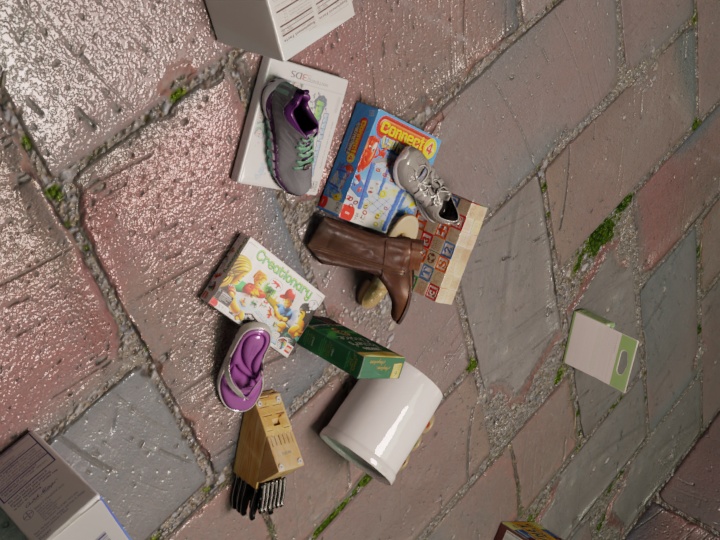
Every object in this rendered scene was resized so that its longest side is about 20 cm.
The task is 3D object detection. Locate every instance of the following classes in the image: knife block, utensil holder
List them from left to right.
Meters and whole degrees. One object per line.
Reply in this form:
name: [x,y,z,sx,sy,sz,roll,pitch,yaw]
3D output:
knife block: [-0.189,0.339,1.769,0.064,0.175,0.202,-5,68,-48]
utensil holder: [0.044,0.285,1.911,0.201,0.169,0.170,-54,140,-17]

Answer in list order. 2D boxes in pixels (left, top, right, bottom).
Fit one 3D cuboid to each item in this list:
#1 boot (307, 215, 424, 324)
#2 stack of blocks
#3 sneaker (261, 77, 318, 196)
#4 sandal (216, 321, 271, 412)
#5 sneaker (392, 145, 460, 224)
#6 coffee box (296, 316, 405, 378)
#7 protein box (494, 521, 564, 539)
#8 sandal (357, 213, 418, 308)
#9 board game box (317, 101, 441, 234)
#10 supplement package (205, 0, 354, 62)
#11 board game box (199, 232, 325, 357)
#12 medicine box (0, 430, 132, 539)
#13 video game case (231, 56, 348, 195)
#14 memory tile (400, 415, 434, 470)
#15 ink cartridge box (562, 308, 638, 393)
boot: [0.000,0.000,1.735,0.064,0.198,0.188,-82,-177,-58]
stack of blocks: [0.153,-0.050,1.899,0.058,0.115,0.202,10,102,-50]
sneaker: [-0.098,-0.195,1.524,0.074,0.087,0.202,-36,132,-30]
sandal: [-0.194,0.172,1.636,0.081,0.050,0.204,0,129,-17]
sneaker: [0.127,-0.151,1.752,0.075,0.082,0.200,-56,140,-10]
coffee box: [-0.031,0.132,1.717,0.122,0.199,0.044,10,102,-50]
protein box: [0.441,0.802,2.650,0.198,0.134,0.202,18,96,-50]
sandal: [0.068,0.001,1.808,0.077,0.070,0.213,-1,131,-42]
board game box: [0.038,-0.173,1.751,0.199,0.056,0.198,15,98,-51]
supplement package: [-0.127,-0.425,1.358,0.150,0.151,0.201,-40,135,-28]
board game box: [-0.159,0.044,1.632,0.200,0.034,0.127,39,78,-40]
medicine box: [-0.421,0.356,1.392,0.103,0.199,0.183,-40,135,-24]
video game case: [-0.111,-0.229,1.579,0.181,0.024,0.202,4,106,-49]
memory tile: [0.088,0.334,2.102,0.154,0.017,0.200,-53,139,-15]
ink cartridge box: [0.615,0.201,2.483,0.048,0.199,0.147,-8,115,-43]
